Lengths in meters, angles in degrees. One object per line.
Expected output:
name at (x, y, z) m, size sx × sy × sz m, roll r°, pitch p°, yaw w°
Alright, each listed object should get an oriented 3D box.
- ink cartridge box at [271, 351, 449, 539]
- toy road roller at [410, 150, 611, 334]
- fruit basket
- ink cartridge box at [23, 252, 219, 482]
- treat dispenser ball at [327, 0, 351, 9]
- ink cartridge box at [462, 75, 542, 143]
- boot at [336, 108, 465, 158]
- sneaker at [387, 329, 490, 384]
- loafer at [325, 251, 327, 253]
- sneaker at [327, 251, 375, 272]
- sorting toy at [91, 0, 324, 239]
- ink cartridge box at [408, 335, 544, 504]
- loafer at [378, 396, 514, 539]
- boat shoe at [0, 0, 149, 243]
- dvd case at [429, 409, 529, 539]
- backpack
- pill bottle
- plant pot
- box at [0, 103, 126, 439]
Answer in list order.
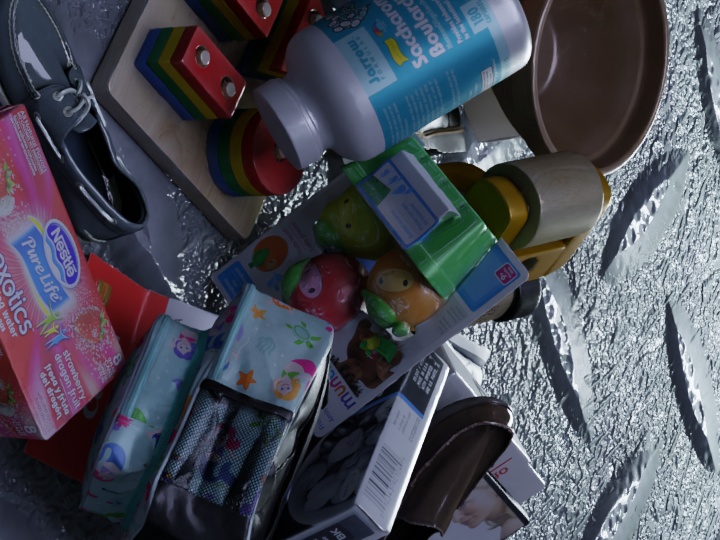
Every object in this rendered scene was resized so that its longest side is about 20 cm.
ink cartridge box at (-0.038, 0.159, 1.328) m, size 0.043 × 0.200 × 0.198 m, roll 47°, pitch 34°, yaw -17°
toy road roller at (0.093, -0.046, 1.449) m, size 0.123 × 0.200 × 0.146 m, roll -13°, pitch 60°, yaw -42°
fruit basket at (0.000, 0.000, 1.333) m, size 0.200 × 0.185 × 0.094 m, roll -34°, pitch 145°, yaw -2°
ink cartridge box at (-0.148, 0.099, 1.314) m, size 0.200 × 0.050 × 0.161 m, roll 41°, pitch 58°, yaw -50°
treat dispenser ball at (0.047, -0.290, 1.453) m, size 0.201 × 0.201 × 0.201 m, roll -1°, pitch 92°, yaw -55°
ink cartridge box at (0.139, -0.237, 1.646) m, size 0.200 × 0.084 × 0.146 m, roll -71°, pitch 144°, yaw -48°
boot at (0.027, -0.170, 1.549) m, size 0.200 × 0.077 × 0.139 m, roll -7°, pitch 92°, yaw -68°
sneaker at (0.051, 0.086, 1.582) m, size 0.200 × 0.076 × 0.081 m, roll 28°, pitch 78°, yaw -50°
loafer at (0.040, -0.008, 1.562) m, size 0.200 × 0.068 × 0.071 m, roll 19°, pitch 83°, yaw -50°
sneaker at (-0.028, 0.036, 1.439) m, size 0.082 × 0.074 × 0.200 m, roll 9°, pitch 95°, yaw -18°
sorting toy at (-0.092, -0.160, 1.369) m, size 0.199 × 0.070 × 0.200 m, roll 49°, pitch 52°, yaw -44°
ink cartridge box at (0.069, 0.152, 1.559) m, size 0.200 × 0.116 × 0.067 m, roll 51°, pitch 8°, yaw -43°
loafer at (0.063, 0.189, 1.466) m, size 0.073 × 0.071 × 0.200 m, roll 24°, pitch 115°, yaw -37°
boat shoe at (-0.200, -0.110, 1.221) m, size 0.073 × 0.062 × 0.200 m, roll -44°, pitch 125°, yaw -45°
dvd case at (0.049, 0.209, 1.539) m, size 0.200 × 0.143 × 0.018 m, roll 50°, pitch 9°, yaw -43°
backpack at (-0.102, 0.109, 1.217) m, size 0.150 × 0.178 × 0.200 m, roll 30°, pitch 65°, yaw -2°
pill bottle at (0.021, -0.155, 1.321) m, size 0.200 × 0.111 × 0.111 m, roll -32°, pitch 123°, yaw -10°
plant pot at (0.174, -0.184, 1.505) m, size 0.201 × 0.093 × 0.201 m, roll -13°, pitch 108°, yaw -45°
box at (-0.243, 0.002, 1.129) m, size 0.095 × 0.100 × 0.200 m, roll -45°, pitch 125°, yaw -45°
